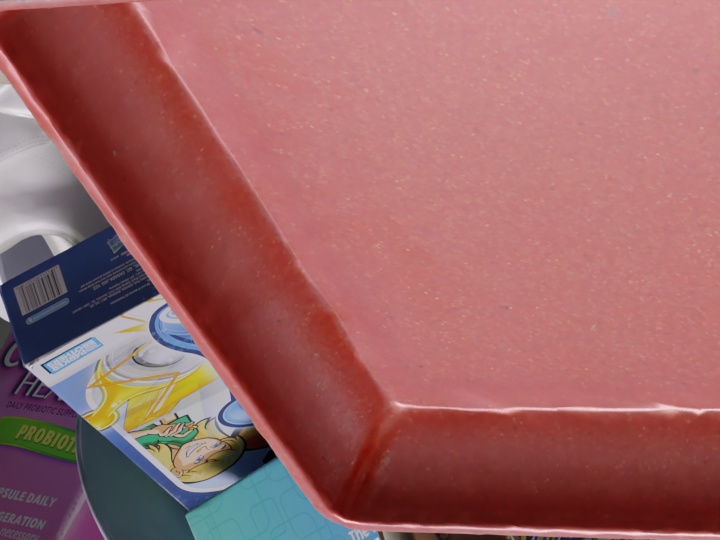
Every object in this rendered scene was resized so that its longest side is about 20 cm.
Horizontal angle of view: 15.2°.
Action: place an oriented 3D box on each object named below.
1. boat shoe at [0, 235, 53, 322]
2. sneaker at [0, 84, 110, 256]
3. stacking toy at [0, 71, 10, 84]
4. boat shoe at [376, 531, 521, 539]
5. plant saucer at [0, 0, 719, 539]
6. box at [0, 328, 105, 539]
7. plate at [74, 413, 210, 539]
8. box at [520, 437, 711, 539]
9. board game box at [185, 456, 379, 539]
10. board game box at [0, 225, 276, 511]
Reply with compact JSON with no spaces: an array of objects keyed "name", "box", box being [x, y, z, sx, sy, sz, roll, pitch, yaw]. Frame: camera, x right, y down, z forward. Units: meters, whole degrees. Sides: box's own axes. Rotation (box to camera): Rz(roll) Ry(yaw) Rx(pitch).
[{"name":"boat shoe","box":[-0.156,-0.049,1.011,0.065,0.074,0.200,16,150,26]},{"name":"sneaker","box":[-0.057,-0.014,0.930,0.199,0.100,0.078,17,-179,-22]},{"name":"stacking toy","box":[-0.162,-0.124,0.713,0.199,0.086,0.085,23,160,5]},{"name":"boat shoe","box":[0.043,0.046,0.759,0.076,0.200,0.072,-1,137,-44]},{"name":"plant saucer","box":[0.048,-0.009,0.569,0.199,0.037,0.200,0,144,27]},{"name":"box","box":[-0.088,0.130,1.112,0.096,0.201,0.176,3,152,46]},{"name":"plate","box":[-0.013,0.089,1.003,0.199,0.201,0.026,25,121,-19]},{"name":"box","box":[0.098,0.002,0.721,0.064,0.201,0.070,25,149,-22]},{"name":"board game box","box":[0.059,0.048,0.905,0.200,0.045,0.152,-34,167,38]},{"name":"board game box","box":[0.000,0.000,0.884,0.199,0.035,0.135,-28,148,8]}]
